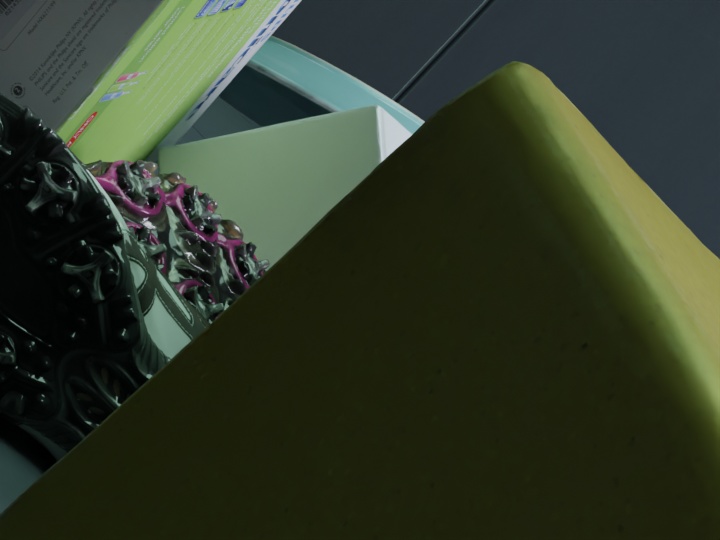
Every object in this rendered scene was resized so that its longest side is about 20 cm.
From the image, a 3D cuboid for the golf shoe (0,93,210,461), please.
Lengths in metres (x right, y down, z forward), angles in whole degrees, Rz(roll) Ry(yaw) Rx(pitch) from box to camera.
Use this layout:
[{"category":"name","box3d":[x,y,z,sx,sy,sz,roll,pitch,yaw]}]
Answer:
[{"category":"golf shoe","box3d":[-0.089,0.026,0.864,0.200,0.078,0.094,55,2,1]}]

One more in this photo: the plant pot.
[{"category":"plant pot","box3d":[0.056,0.115,0.617,0.195,0.194,0.200,40,12,-42]}]

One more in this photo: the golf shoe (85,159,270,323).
[{"category":"golf shoe","box3d":[-0.065,0.032,0.973,0.200,0.092,0.073,43,33,-44]}]

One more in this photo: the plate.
[{"category":"plate","box3d":[-0.006,-0.069,1.242,0.200,0.026,0.200,30,-5,3]}]

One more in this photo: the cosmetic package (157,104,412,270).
[{"category":"cosmetic package","box3d":[0.000,0.000,1.120,0.200,0.101,0.072,36,48,-65]}]

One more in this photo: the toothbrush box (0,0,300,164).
[{"category":"toothbrush box","box3d":[-0.108,-0.089,0.999,0.086,0.146,0.200,44,18,6]}]
